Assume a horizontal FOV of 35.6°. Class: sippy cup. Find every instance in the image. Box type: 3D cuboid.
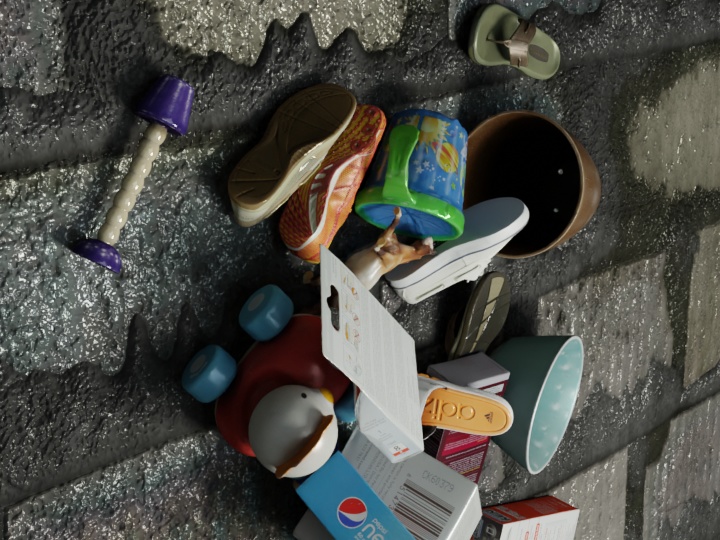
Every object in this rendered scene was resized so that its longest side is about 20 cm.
[{"bbox_3d":[0.071,-0.120,1.357,0.138,0.178,0.132,17,78,-17],"label":"sippy cup"}]

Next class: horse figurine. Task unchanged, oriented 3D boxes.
[{"bbox_3d":[0.000,0.000,1.337,0.199,0.050,0.133,-38,163,-5],"label":"horse figurine"}]

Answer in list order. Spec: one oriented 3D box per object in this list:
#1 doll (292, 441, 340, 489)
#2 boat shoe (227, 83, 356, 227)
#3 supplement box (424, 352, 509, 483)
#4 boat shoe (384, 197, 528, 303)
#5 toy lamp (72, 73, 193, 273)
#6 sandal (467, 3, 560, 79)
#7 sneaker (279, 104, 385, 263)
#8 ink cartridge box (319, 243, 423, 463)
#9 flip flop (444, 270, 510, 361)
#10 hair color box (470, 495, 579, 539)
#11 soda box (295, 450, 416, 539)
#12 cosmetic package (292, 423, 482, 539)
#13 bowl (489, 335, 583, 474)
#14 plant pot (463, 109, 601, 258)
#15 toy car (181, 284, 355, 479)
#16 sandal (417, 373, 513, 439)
[{"bbox_3d":[-0.081,0.176,1.344,0.136,0.048,0.202,-31,122,-22],"label":"doll"},{"bbox_3d":[-0.077,-0.130,1.253,0.200,0.072,0.065,-52,167,-26],"label":"boat shoe"},{"bbox_3d":[0.124,0.219,1.518,0.108,0.061,0.202,-9,121,-41],"label":"supplement box"},{"bbox_3d":[0.130,-0.020,1.428,0.199,0.071,0.070,-31,128,7],"label":"boat shoe"},{"bbox_3d":[-0.223,-0.100,1.119,0.058,0.058,0.202,31,80,-45],"label":"toy lamp"},{"bbox_3d":[0.213,-0.302,1.484,0.200,0.057,0.081,4,99,-45],"label":"sandal"},{"bbox_3d":[-0.032,-0.105,1.311,0.201,0.073,0.077,-59,156,-9],"label":"sneaker"},{"bbox_3d":[-0.003,0.092,1.216,0.200,0.050,0.163,45,29,-37],"label":"ink cartridge box"},{"bbox_3d":[0.146,0.090,1.542,0.081,0.057,0.202,-4,120,-42],"label":"flip flop"},{"bbox_3d":[0.248,0.420,1.730,0.199,0.064,0.112,3,101,-46],"label":"hair color box"},{"bbox_3d":[0.019,0.300,1.235,0.068,0.200,0.064,-40,159,-9],"label":"soda box"},{"bbox_3d":[0.040,0.310,1.372,0.166,0.164,0.200,-57,162,-16],"label":"cosmetic package"},{"bbox_3d":[0.231,0.176,1.590,0.201,0.104,0.203,-42,140,-48],"label":"bowl"},{"bbox_3d":[0.247,-0.110,1.508,0.199,0.185,0.189,0,103,-58],"label":"plant pot"},{"bbox_3d":[-0.065,0.148,1.202,0.177,0.200,0.184,-46,115,-2],"label":"toy car"},{"bbox_3d":[0.089,0.176,1.411,0.059,0.204,0.080,-58,153,-66],"label":"sandal"}]
